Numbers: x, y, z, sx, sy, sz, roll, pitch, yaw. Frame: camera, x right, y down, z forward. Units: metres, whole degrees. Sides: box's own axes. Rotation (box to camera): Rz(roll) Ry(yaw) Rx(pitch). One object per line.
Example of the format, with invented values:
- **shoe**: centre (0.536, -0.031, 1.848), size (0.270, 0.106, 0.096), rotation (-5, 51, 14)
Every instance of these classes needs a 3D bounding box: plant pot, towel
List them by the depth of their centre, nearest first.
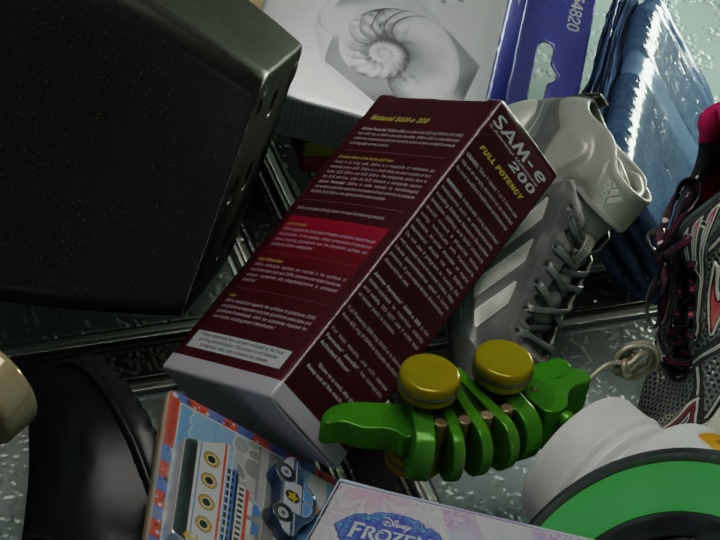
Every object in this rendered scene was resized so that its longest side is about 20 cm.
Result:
- **plant pot**: centre (-0.141, -0.080, 1.100), size (0.177, 0.201, 0.200), rotation (22, 15, 2)
- **towel**: centre (0.171, -0.076, 1.249), size (0.048, 0.112, 0.200), rotation (-19, 30, 28)

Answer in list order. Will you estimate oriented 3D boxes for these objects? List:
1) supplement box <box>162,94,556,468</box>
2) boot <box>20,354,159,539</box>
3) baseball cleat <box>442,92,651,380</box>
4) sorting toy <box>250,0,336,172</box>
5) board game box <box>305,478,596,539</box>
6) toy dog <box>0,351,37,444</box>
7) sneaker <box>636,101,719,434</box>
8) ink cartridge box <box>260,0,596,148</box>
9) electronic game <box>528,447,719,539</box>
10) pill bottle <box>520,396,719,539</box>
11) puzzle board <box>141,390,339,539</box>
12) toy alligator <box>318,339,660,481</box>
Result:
- **supplement box**: centre (0.000, 0.000, 1.067), size (0.200, 0.061, 0.109), rotation (-52, 31, -18)
- **boot**: centre (-0.168, 0.131, 0.961), size (0.167, 0.077, 0.200), rotation (-11, 49, -27)
- **baseball cleat**: centre (0.100, -0.006, 1.105), size (0.106, 0.070, 0.201), rotation (-9, 67, 34)
- **sorting toy**: centre (-0.063, -0.137, 1.304), size (0.199, 0.070, 0.199), rotation (-5, 41, -14)
- **board game box**: centre (0.043, 0.188, 0.823), size (0.199, 0.041, 0.200), rotation (11, 47, 24)
- **toy dog**: centre (-0.253, 0.048, 0.982), size (0.199, 0.097, 0.132), rotation (-3, 31, 27)
- **sneaker**: centre (0.183, 0.007, 1.098), size (0.074, 0.201, 0.081), rotation (23, -7, -27)
- **ink cartridge box**: centre (0.041, -0.148, 1.232), size (0.199, 0.041, 0.200), rotation (15, 55, -1)
- **electronic game**: centre (0.138, 0.177, 0.891), size (0.200, 0.200, 0.042), rotation (40, 10, 33)
- **pill bottle**: centre (0.170, 0.148, 0.970), size (0.109, 0.110, 0.200), rotation (-25, 50, -33)
- **puzzle board**: centre (-0.034, 0.156, 0.942), size (0.150, 0.017, 0.200), rotation (32, 34, -22)
- **toy alligator**: centre (0.077, 0.072, 1.013), size (0.199, 0.060, 0.054), rotation (-9, 41, -26)
